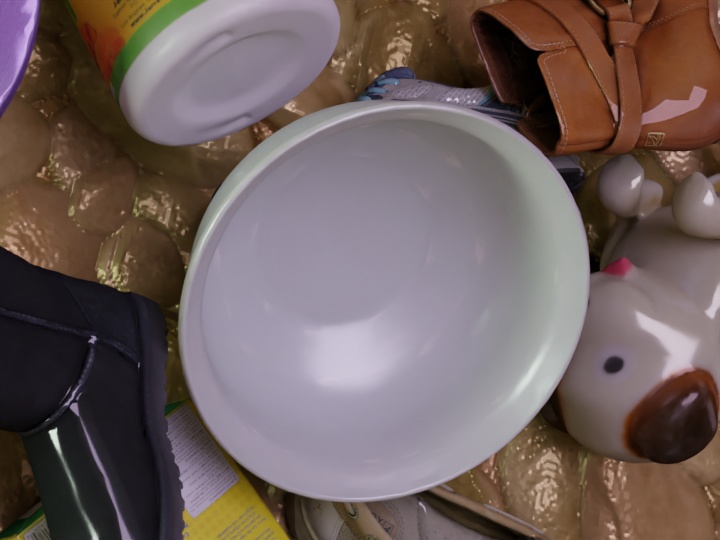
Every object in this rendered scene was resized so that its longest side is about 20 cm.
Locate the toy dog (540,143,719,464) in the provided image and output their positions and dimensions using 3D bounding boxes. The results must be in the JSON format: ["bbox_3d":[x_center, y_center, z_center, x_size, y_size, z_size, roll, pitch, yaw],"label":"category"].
[{"bbox_3d":[0.176,0.021,1.559,0.200,0.139,0.195,-30,129,-31],"label":"toy dog"}]

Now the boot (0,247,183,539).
[{"bbox_3d":[-0.172,0.058,1.296,0.200,0.066,0.166,24,47,-43],"label":"boot"}]

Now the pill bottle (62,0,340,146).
[{"bbox_3d":[-0.100,-0.169,1.420,0.111,0.111,0.201,-15,63,-30],"label":"pill bottle"}]

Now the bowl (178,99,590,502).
[{"bbox_3d":[0.000,0.000,1.411,0.200,0.090,0.202,-8,117,-16],"label":"bowl"}]

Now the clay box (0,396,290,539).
[{"bbox_3d":[-0.072,0.175,1.424,0.115,0.048,0.200,-38,99,-28],"label":"clay box"}]

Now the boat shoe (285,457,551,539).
[{"bbox_3d":[0.058,0.149,1.492,0.200,0.063,0.073,35,66,-18],"label":"boat shoe"}]

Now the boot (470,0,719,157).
[{"bbox_3d":[0.119,-0.135,1.547,0.155,0.077,0.201,-12,58,-27],"label":"boot"}]

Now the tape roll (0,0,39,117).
[{"bbox_3d":[-0.242,-0.128,1.342,0.199,0.066,0.201,0,89,-7],"label":"tape roll"}]

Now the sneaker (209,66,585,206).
[{"bbox_3d":[0.009,-0.054,1.515,0.199,0.078,0.087,-10,62,-27],"label":"sneaker"}]
